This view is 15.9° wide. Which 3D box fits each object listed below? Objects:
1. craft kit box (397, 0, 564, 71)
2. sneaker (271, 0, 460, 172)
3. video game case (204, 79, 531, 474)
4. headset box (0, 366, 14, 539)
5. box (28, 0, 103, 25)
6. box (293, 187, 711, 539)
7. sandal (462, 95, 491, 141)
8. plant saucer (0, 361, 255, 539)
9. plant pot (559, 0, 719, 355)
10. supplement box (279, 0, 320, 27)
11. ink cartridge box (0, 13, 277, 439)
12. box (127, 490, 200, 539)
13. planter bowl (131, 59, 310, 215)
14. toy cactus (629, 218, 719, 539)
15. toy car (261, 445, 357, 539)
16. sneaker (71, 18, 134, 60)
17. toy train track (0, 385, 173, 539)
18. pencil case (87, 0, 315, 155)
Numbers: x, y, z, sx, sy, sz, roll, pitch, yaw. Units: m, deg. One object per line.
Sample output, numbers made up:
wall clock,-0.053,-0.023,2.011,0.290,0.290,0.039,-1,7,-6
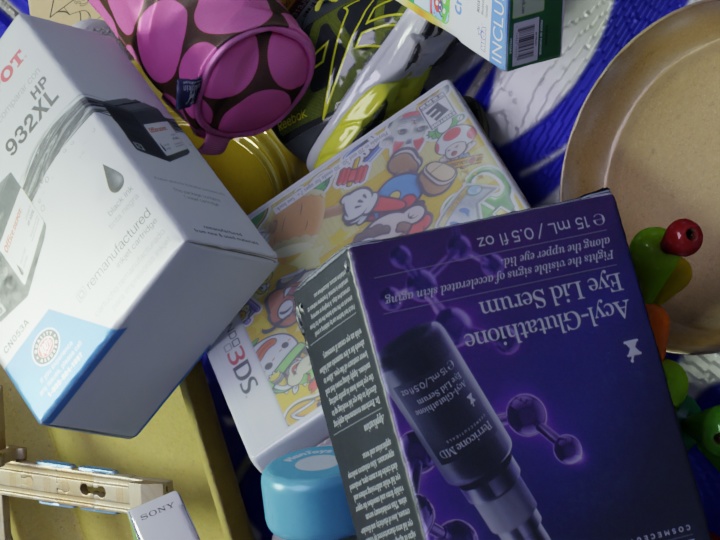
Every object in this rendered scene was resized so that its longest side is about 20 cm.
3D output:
craft kit box,0.042,-0.237,1.405,0.198,0.049,0.200,37,135,44
sneaker,0.010,-0.147,1.534,0.085,0.074,0.200,37,98,19
video game case,0.000,0.000,1.443,0.200,0.023,0.182,-34,40,6
headset box,-0.294,0.134,1.726,0.174,0.093,0.200,24,95,41
box,-0.168,-0.189,1.745,0.163,0.021,0.200,-28,62,38
box,0.069,0.078,1.271,0.104,0.148,0.200,141,114,-68
sandal,0.054,-0.019,1.486,0.080,0.057,0.201,-24,47,16
plant saucer,-0.148,0.116,1.590,0.200,0.048,0.200,0,113,40
plant pot,0.197,-0.050,1.401,0.200,0.027,0.200,-13,70,37
supplement box,-0.052,-0.240,1.624,0.110,0.086,0.200,-50,52,20
ink cartridge box,-0.162,-0.026,1.471,0.145,0.084,0.200,-51,56,20
box,-0.083,0.235,1.468,0.036,0.200,0.144,-21,56,-12
planter bowl,-0.122,-0.030,1.606,0.200,0.083,0.200,-4,56,7
toy cactus,0.156,0.072,1.358,0.165,0.102,0.200,-3,107,60
toy car,0.020,0.164,1.433,0.200,0.177,0.184,-127,28,-73
sneaker,-0.202,-0.070,1.696,0.105,0.076,0.200,16,104,49
toy train track,-0.202,0.132,1.574,0.200,0.033,0.115,4,102,33
pencil case,-0.113,-0.160,1.549,0.200,0.091,0.094,52,126,39
